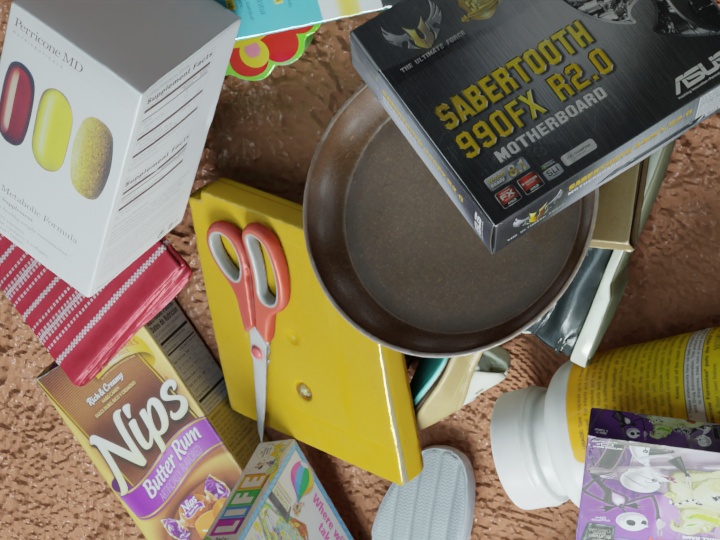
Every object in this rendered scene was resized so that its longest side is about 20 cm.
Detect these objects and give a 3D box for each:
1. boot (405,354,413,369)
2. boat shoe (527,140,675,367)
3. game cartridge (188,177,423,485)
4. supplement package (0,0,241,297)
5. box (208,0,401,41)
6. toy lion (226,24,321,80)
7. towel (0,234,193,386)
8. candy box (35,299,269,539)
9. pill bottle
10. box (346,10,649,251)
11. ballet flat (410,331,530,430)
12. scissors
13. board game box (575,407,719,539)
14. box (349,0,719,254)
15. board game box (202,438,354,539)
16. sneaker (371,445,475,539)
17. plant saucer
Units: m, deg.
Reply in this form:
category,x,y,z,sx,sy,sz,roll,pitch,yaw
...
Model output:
category,x,y,z,sx,sy,sz,roll,pitch,yaw
boot,0.000,0.000,1.569,0.073,0.075,0.201,7,117,18
boat shoe,0.156,-0.038,1.475,0.066,0.074,0.200,22,111,13
game cartridge,-0.038,0.040,1.576,0.176,0.032,0.200,21,132,37
supplement package,-0.173,-0.103,1.493,0.114,0.110,0.200,35,137,13
box,-0.008,-0.210,1.460,0.199,0.049,0.082,-11,113,13
toy lion,-0.109,-0.231,1.520,0.191,0.069,0.201,8,116,11
towel,-0.222,-0.030,1.644,0.145,0.022,0.200,-45,75,28
candy box,-0.142,0.130,1.699,0.117,0.056,0.200,-29,98,31
pill bottle,0.194,0.105,1.514,0.200,0.113,0.113,-14,107,27
box,0.094,-0.102,1.456,0.199,0.021,0.164,6,82,24
ballet flat,0.087,0.044,1.560,0.063,0.069,0.200,22,122,-4
scissors,-0.068,0.050,1.578,0.073,0.014,0.200,17,129,39
board game box,0.242,0.147,1.443,0.199,0.032,0.120,7,141,7
box,0.118,-0.128,1.375,0.159,0.200,0.048,55,169,18
board game box,-0.043,0.243,1.638,0.034,0.135,0.200,-9,123,33
sneaker,0.044,0.224,1.660,0.073,0.071,0.201,17,98,18
plant saucer,0.060,-0.042,1.427,0.200,0.034,0.201,-4,79,22
